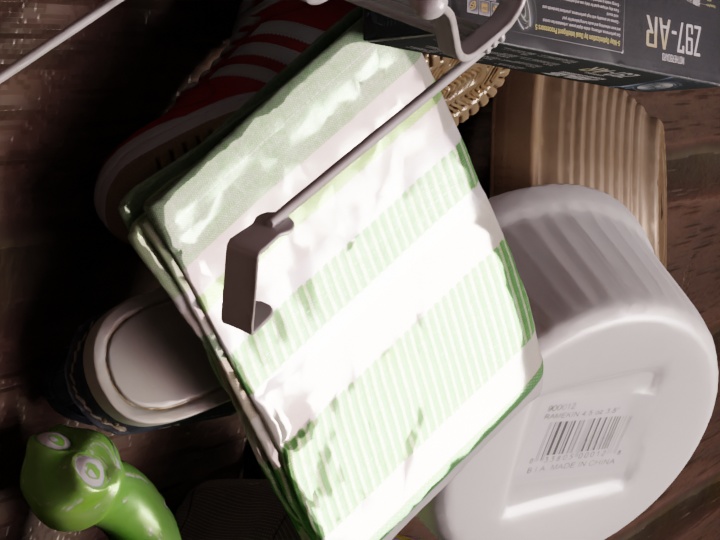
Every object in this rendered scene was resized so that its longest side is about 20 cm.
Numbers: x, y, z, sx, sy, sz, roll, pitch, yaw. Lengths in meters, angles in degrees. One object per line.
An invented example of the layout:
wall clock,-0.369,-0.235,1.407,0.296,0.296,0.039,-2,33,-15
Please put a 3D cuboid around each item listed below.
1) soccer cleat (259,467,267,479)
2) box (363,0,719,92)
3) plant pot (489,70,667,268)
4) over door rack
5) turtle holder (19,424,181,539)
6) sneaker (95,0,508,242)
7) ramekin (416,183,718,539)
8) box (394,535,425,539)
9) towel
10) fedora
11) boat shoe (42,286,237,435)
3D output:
soccer cleat,-0.022,0.107,1.370,0.084,0.064,0.201,-103,-168,-62
box,0.082,-0.164,1.099,0.200,0.043,0.161,3,86,-50
plant pot,0.130,-0.038,1.529,0.201,0.092,0.202,-1,90,-81
over door rack,-0.046,-0.082,0.947,0.200,0.147,0.067,-50,150,-36
turtle holder,-0.101,0.170,1.047,0.132,0.141,0.186,18,99,-55
sneaker,-0.046,-0.085,1.118,0.200,0.112,0.071,-25,144,-28
ramekin,0.093,0.063,1.400,0.200,0.098,0.201,-19,135,-20
box,0.077,0.279,1.579,0.097,0.175,0.201,23,82,-71
towel,-0.003,0.010,1.076,0.152,0.023,0.200,-42,123,-25
fedora,-0.051,0.158,1.251,0.200,0.090,0.178,-28,133,-74
boat shoe,-0.040,0.027,1.110,0.200,0.062,0.075,-21,93,-35
